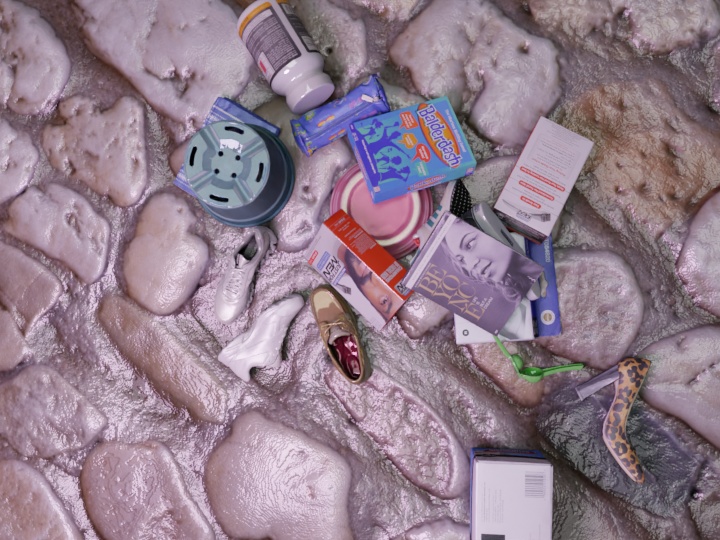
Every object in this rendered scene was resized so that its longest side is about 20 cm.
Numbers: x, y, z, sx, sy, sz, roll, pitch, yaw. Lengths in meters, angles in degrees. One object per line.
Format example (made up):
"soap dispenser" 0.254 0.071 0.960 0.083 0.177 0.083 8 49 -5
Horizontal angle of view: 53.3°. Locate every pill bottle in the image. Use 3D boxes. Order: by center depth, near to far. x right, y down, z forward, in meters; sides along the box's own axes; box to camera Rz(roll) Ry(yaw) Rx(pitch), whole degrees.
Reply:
"pill bottle" -0.139 -0.404 1.352 0.116 0.116 0.201 -31 84 3

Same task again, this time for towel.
"towel" -0.260 -0.223 1.404 0.144 0.024 0.201 29 91 4

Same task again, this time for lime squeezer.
"lime squeezer" 0.302 0.164 1.298 0.199 0.038 0.071 25 123 -10

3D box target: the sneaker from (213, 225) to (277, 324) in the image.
"sneaker" -0.228 0.006 1.356 0.075 0.081 0.202 23 91 5

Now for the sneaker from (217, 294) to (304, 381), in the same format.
"sneaker" -0.168 0.129 1.352 0.200 0.078 0.099 -43 90 11

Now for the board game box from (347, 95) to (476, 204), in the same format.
"board game box" 0.093 -0.223 1.318 0.198 0.045 0.153 -18 70 -9

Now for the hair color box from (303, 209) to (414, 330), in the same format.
"hair color box" 0.000 0.000 1.305 0.200 0.111 0.064 42 49 6

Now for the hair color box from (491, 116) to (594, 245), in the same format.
"hair color box" 0.327 -0.163 1.301 0.110 0.064 0.201 28 77 6

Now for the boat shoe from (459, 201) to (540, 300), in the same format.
"boat shoe" 0.244 -0.024 1.275 0.068 0.072 0.200 -32 103 31

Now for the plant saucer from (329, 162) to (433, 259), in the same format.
"plant saucer" 0.039 -0.118 1.351 0.198 0.051 0.203 0 87 5

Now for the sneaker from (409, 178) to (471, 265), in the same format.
"sneaker" 0.140 -0.084 1.309 0.093 0.070 0.201 -10 50 35

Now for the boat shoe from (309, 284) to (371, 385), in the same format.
"boat shoe" -0.037 0.118 1.335 0.074 0.066 0.201 -29 84 3

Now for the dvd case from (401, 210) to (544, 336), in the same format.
"dvd case" 0.191 0.008 1.228 0.199 0.016 0.149 29 108 -9

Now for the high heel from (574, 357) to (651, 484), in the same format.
"high heel" 0.491 0.261 1.270 0.142 0.071 0.201 -30 75 10

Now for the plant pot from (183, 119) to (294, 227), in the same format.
"plant pot" -0.224 -0.180 1.292 0.198 0.196 0.203 0 92 -2

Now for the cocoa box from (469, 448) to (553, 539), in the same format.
"cocoa box" 0.259 0.423 1.255 0.132 0.131 0.202 1 87 5

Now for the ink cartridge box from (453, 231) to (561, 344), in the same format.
"ink cartridge box" 0.265 0.031 1.324 0.198 0.041 0.202 -6 86 5

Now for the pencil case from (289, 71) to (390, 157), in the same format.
"pencil case" -0.036 -0.291 1.352 0.199 0.087 0.078 -28 105 4
